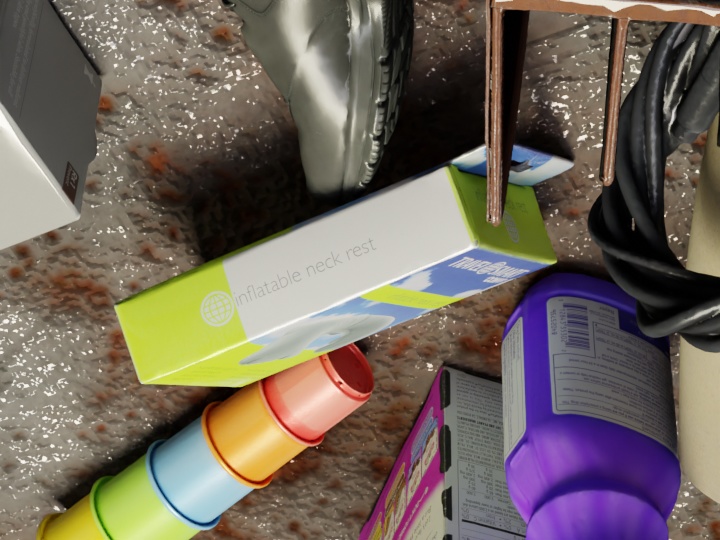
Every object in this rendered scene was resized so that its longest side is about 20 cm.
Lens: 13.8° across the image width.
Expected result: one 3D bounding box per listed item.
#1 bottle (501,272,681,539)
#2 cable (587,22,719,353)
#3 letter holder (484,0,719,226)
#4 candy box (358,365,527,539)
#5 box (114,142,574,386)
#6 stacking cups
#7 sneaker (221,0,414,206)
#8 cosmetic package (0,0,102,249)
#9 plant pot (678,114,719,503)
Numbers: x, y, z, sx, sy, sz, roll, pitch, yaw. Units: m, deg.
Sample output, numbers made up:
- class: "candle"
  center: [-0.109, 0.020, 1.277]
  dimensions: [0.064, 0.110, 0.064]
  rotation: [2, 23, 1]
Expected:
- class: "bottle"
  center: [0.109, 0.090, 1.398]
  dimensions: [0.083, 0.200, 0.065]
  rotation: [20, 129, -17]
- class: "cable"
  center: [0.170, -0.050, 1.242]
  dimensions: [0.200, 0.164, 0.051]
  rotation: [-8, 175, 44]
- class: "letter holder"
  center: [0.107, -0.123, 1.204]
  dimensions: [0.100, 0.200, 0.142]
  rotation: [5, 137, 4]
- class: "candy box"
  center: [0.045, 0.166, 1.464]
  dimensions: [0.061, 0.200, 0.137]
  rotation: [15, 130, -11]
- class: "box"
  center: [0.000, 0.000, 1.383]
  dimensions: [0.200, 0.048, 0.122]
  rotation: [-22, 170, 19]
- class: "stacking cups"
  center: [-0.080, 0.098, 1.504]
  dimensions: [0.060, 0.061, 0.200]
  rotation: [36, 121, -26]
- class: "sneaker"
  center: [-0.022, -0.120, 1.317]
  dimensions: [0.090, 0.076, 0.201]
  rotation: [7, 124, 8]
- class: "cosmetic package"
  center: [-0.224, -0.050, 1.350]
  dimensions: [0.200, 0.107, 0.090]
  rotation: [-24, 126, 18]
- class: "plant pot"
  center: [0.224, -0.015, 1.335]
  dimensions: [0.187, 0.187, 0.201]
  rotation: [-7, 113, 8]
